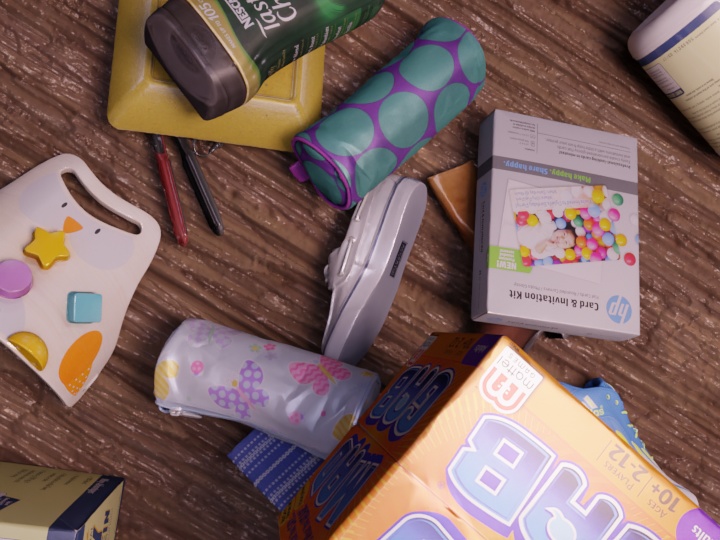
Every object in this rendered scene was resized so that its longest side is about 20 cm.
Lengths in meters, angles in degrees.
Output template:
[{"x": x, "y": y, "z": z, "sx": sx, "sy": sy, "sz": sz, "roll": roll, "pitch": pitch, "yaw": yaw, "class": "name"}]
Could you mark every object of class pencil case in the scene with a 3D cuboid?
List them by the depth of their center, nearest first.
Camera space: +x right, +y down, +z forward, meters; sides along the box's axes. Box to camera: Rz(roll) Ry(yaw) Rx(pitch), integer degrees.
[{"x": -0.082, "y": 0.107, "z": 0.722, "sx": 0.200, "sy": 0.083, "sz": 0.091, "roll": 14, "pitch": 43, "yaw": 11, "class": "pencil case"}, {"x": 0.028, "y": -0.148, "z": 0.767, "sx": 0.200, "sy": 0.092, "sz": 0.085, "roll": -43, "pitch": 124, "yaw": -17, "class": "pencil case"}]

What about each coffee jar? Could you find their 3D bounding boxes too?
[{"x": -0.082, "y": -0.220, "z": 0.702, "sx": 0.200, "sy": 0.085, "sz": 0.104, "roll": -39, "pitch": 94, "yaw": -17, "class": "coffee jar"}]

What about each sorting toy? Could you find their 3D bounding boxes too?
[{"x": -0.283, "y": -0.013, "z": 0.740, "sx": 0.200, "sy": 0.107, "sz": 0.180, "roll": 38, "pitch": 64, "yaw": -4, "class": "sorting toy"}]

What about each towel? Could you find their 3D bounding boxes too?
[{"x": -0.002, "y": 0.184, "z": 0.729, "sx": 0.200, "sy": 0.024, "sz": 0.145, "roll": 38, "pitch": 64, "yaw": 25, "class": "towel"}]

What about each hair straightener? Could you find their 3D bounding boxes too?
[{"x": -0.164, "y": -0.127, "z": 0.782, "sx": 0.077, "sy": 0.041, "sz": 0.200, "roll": -15, "pitch": 84, "yaw": -19, "class": "hair straightener"}]

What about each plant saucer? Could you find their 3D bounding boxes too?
[{"x": -0.125, "y": -0.222, "z": 0.760, "sx": 0.200, "sy": 0.048, "sz": 0.200, "roll": 5, "pitch": 81, "yaw": -16, "class": "plant saucer"}]

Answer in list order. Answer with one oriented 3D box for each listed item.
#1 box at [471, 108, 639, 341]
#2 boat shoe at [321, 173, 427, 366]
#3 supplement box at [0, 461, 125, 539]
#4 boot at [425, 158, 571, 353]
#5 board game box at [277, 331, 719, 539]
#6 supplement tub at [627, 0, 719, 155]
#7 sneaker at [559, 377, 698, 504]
[{"x": 0.187, "y": -0.042, "z": 0.774, "sx": 0.156, "sy": 0.041, "sz": 0.200, "roll": 9, "pitch": 75, "yaw": -13, "class": "box"}, {"x": 0.000, "y": 0.000, "z": 0.782, "sx": 0.065, "sy": 0.074, "sz": 0.200, "roll": 20, "pitch": 79, "yaw": 24, "class": "boat shoe"}, {"x": -0.316, "y": 0.239, "z": 0.656, "sx": 0.199, "sy": 0.200, "sz": 0.135, "roll": 9, "pitch": 86, "yaw": -6, "class": "supplement box"}, {"x": 0.118, "y": -0.005, "z": 0.791, "sx": 0.188, "sy": 0.068, "sz": 0.200, "roll": -26, "pitch": 90, "yaw": -7, "class": "boot"}, {"x": 0.082, "y": 0.182, "z": 0.571, "sx": 0.200, "sy": 0.200, "sz": 0.200, "roll": 42, "pitch": 82, "yaw": -3, "class": "board game box"}, {"x": 0.379, "y": -0.198, "z": 0.794, "sx": 0.145, "sy": 0.145, "sz": 0.200, "roll": -43, "pitch": 93, "yaw": -7, "class": "supplement tub"}, {"x": 0.251, "y": 0.168, "z": 0.794, "sx": 0.200, "sy": 0.076, "sz": 0.105, "roll": 24, "pitch": 84, "yaw": -5, "class": "sneaker"}]
